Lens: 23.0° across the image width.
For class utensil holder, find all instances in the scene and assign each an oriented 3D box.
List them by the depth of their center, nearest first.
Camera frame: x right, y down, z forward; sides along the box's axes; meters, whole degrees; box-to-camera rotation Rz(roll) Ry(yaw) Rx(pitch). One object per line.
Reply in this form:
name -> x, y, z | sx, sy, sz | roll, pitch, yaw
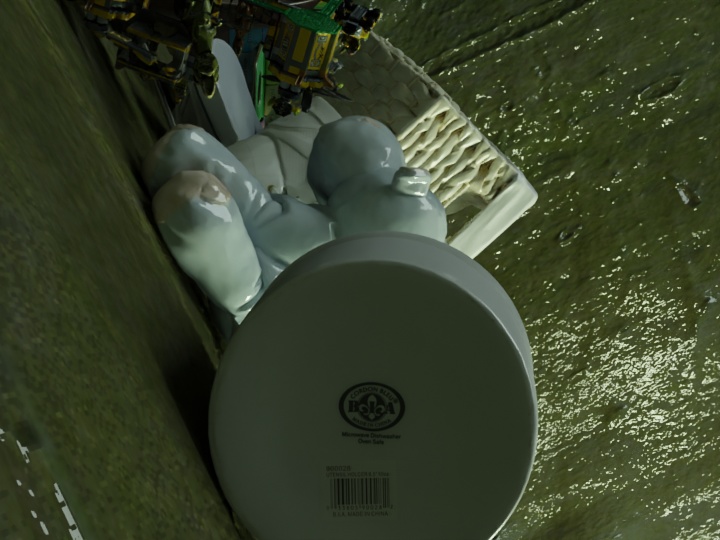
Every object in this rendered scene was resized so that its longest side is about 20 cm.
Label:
utensil holder -> 0.010, 0.065, 0.920 | 0.170, 0.170, 0.200 | 64, 3, -1

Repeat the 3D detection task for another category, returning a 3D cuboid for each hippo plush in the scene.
hippo plush -> -0.033, -0.032, 1.098 | 0.200, 0.160, 0.159 | 65, 2, 38

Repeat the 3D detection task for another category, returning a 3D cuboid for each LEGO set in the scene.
LEGO set -> -0.097, -0.145, 1.167 | 0.154, 0.199, 0.116 | -81, -172, -64

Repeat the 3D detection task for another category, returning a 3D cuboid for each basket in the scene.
basket -> 0.025, -0.090, 1.395 | 0.123, 0.136, 0.200 | 47, 2, -31

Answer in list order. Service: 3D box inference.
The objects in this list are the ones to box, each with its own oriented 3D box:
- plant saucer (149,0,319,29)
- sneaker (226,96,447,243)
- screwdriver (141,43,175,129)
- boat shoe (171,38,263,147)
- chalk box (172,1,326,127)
plant saucer -> -0.124, -0.236, 1.430 | 0.200, 0.200, 0.032 | -113, -150, -61
sneaker -> -0.028, -0.033, 1.223 | 0.200, 0.115, 0.074 | 46, -24, 40
screwdriver -> -0.130, -0.088, 1.258 | 0.029, 0.028, 0.200 | 109, -35, -46
boat shoe -> -0.114, -0.104, 1.355 | 0.200, 0.065, 0.074 | 73, 13, -58
chalk box -> -0.091, -0.181, 1.522 | 0.200, 0.123, 0.125 | -114, -154, -62
